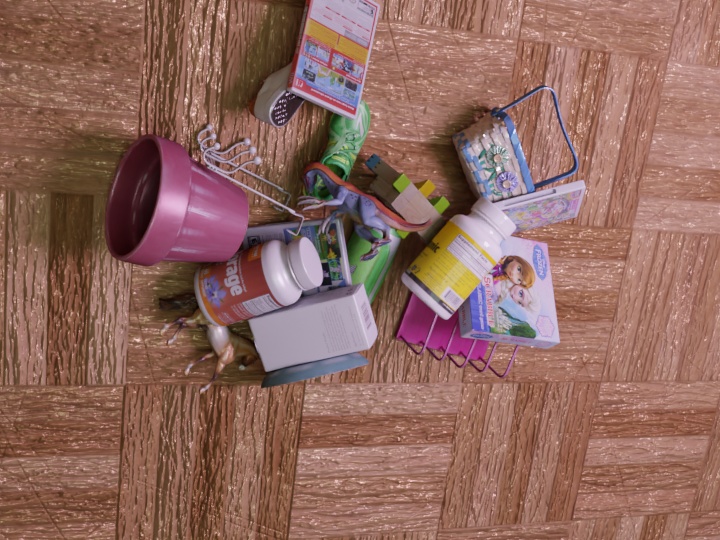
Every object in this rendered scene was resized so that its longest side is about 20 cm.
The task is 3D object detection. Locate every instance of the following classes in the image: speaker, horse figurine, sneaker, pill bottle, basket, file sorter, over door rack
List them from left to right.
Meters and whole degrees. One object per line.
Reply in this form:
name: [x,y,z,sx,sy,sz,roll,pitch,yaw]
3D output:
horse figurine: [-0.270,0.116,1.485,0.132,0.050,0.201,-36,108,-18]
over door rack: [-0.174,-0.159,1.384,0.199,0.148,0.067,39,98,-24]
pill bottle: [-0.169,0.015,1.419,0.198,0.113,0.113,-19,114,17]
sneaker: [-0.111,-0.323,1.400,0.200,0.084,0.073,-48,138,-24]
sneaker: [-0.031,-0.199,1.453,0.073,0.084,0.202,20,98,-22]
speaker: [0.000,0.000,1.524,0.088,0.088,0.202,24,98,-23]
pill bottle: [0.172,-0.024,1.448,0.111,0.111,0.200,41,93,-24]
file sorter: [0.193,0.106,1.599,0.198,0.125,0.140,16,101,-22]
basket: [0.280,-0.214,1.522,0.198,0.139,0.177,-28,114,1]

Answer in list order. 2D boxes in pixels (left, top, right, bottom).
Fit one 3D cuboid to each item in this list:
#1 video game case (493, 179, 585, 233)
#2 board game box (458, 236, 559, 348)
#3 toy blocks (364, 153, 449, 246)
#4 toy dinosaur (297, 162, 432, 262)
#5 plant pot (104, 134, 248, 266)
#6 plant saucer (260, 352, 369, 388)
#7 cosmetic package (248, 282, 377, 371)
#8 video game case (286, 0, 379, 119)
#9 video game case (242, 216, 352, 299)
video game case: [0.306,-0.106,1.550,0.198,0.143,0.018,-14,71,3]
board game box: [0.266,0.032,1.550,0.197,0.041,0.202,9,66,-27]
toy blocks: [0.074,-0.123,1.488,0.100,0.137,0.200,-46,133,1]
toy dinosaur: [-0.015,-0.108,1.395,0.198,0.105,0.183,-21,76,-20]
plant pot: [-0.285,-0.095,1.352,0.178,0.200,0.202,16,101,-37]
plant saucer: [-0.082,0.175,1.501,0.198,0.200,0.028,-11,86,-15]
cosmetic package: [-0.080,0.097,1.447,0.198,0.074,0.103,-12,103,17]
video game case: [-0.042,-0.366,1.380,0.142,0.017,0.203,16,83,-42]
video game case: [-0.106,0.014,1.476,0.180,0.022,0.202,-5,105,14]
